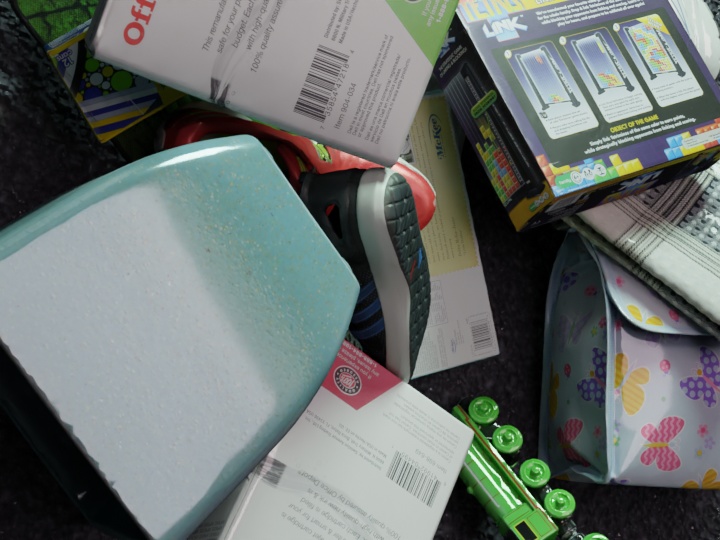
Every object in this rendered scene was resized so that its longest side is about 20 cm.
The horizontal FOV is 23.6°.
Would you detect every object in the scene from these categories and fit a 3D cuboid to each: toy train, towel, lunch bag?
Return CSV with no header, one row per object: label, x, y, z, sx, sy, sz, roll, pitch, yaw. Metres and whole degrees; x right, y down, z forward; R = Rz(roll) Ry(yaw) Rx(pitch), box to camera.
toy train,0.121,0.173,1.226,0.056,0.042,0.200,-30,64,-19
towel,0.252,-0.052,1.293,0.200,0.035,0.193,38,50,11
lunch bag,0.232,0.064,1.303,0.169,0.127,0.201,7,83,-24

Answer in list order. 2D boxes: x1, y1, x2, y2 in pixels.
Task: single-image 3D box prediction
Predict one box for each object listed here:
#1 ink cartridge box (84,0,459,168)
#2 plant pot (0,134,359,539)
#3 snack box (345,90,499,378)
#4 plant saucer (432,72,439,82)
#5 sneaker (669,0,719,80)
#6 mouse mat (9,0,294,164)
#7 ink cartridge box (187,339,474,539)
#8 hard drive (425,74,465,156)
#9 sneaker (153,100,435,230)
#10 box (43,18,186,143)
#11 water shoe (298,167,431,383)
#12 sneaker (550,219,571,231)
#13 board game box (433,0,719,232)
ink cartridge box,-0.052,-0.167,1.054,0.200,0.084,0.146,20,97,-16
plant pot,-0.120,0.024,1.024,0.200,0.196,0.197,-39,101,-17
snack box,0.027,-0.023,1.243,0.116,0.037,0.201,-13,92,-31
plant saucer,0.110,-0.184,1.308,0.200,0.050,0.201,12,65,-27
sneaker,0.245,-0.243,1.441,0.087,0.074,0.201,-7,82,-30
mouse mat,-0.116,-0.152,1.157,0.161,0.008,0.200,-37,110,-4
ink cartridge box,-0.030,0.162,1.148,0.146,0.085,0.200,37,59,-21
hard drive,0.038,-0.186,1.315,0.132,0.026,0.200,25,66,-27
sneaker,-0.041,-0.056,1.146,0.200,0.085,0.077,14,96,-15
box,-0.103,-0.165,1.120,0.200,0.064,0.070,-31,107,-5
water shoe,0.000,0.000,1.141,0.079,0.200,0.072,7,51,13
sneaker,0.191,-0.049,1.358,0.200,0.074,0.089,38,60,-9
board game box,0.160,-0.132,1.244,0.200,0.057,0.166,-17,73,-34
